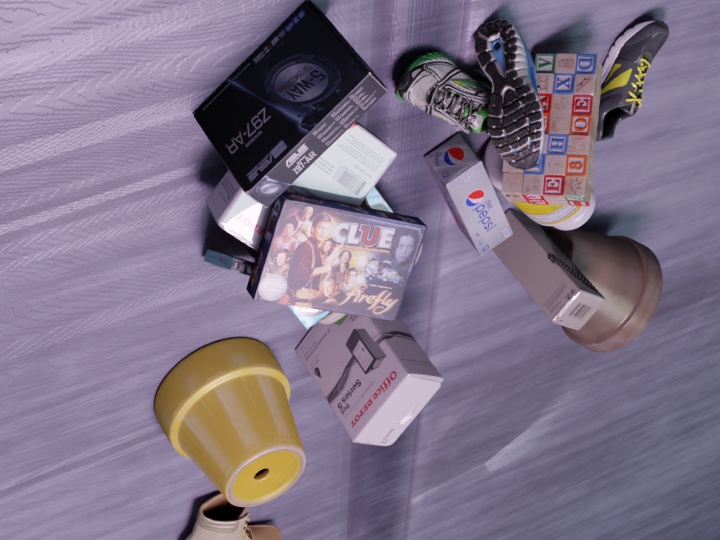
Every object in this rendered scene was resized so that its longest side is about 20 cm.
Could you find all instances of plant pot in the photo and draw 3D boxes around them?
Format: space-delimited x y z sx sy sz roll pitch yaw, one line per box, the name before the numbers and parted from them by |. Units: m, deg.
plant pot | -0.178 0.235 1.808 0.200 0.189 0.201 -21 140 -18
plant pot | 0.365 0.012 2.019 0.173 0.200 0.200 27 112 -31

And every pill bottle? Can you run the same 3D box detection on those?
pill bottle | 0.274 -0.135 1.827 0.112 0.113 0.200 -44 143 11

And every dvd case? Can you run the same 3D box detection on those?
dvd case | -0.097 0.012 1.625 0.199 0.146 0.022 16 89 -22

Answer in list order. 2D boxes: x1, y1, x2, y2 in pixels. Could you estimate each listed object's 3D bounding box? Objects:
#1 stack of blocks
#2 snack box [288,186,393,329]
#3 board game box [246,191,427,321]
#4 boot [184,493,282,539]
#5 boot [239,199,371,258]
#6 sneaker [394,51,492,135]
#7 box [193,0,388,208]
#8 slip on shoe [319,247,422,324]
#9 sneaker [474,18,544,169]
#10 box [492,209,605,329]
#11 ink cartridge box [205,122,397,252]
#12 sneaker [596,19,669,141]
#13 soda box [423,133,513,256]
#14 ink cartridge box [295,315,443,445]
stack of blocks | 0.265 -0.194 1.692 0.059 0.115 0.201 29 68 -69
snack box | -0.033 -0.022 1.729 0.200 0.037 0.116 -38 115 2
board game box | -0.028 -0.016 1.525 0.199 0.035 0.136 9 109 -26
boot | -0.205 0.441 2.106 0.199 0.073 0.156 -1 134 -31
boot | -0.070 -0.044 1.638 0.199 0.064 0.187 -21 100 -20
sneaker | 0.129 -0.230 1.631 0.200 0.085 0.078 8 126 -42
box | -0.085 -0.196 1.436 0.200 0.160 0.044 -43 143 10
slip on shoe | 0.000 0.000 1.795 0.200 0.076 0.061 -34 139 8
sneaker | 0.215 -0.232 1.626 0.078 0.201 0.090 -13 170 32
box | 0.284 -0.002 1.905 0.082 0.200 0.068 17 119 -48
ink cartridge box | -0.076 -0.114 1.533 0.144 0.084 0.200 34 97 -27
sneaker | 0.390 -0.271 1.793 0.074 0.085 0.200 13 122 -46
soda box | 0.161 -0.109 1.802 0.063 0.068 0.200 -34 143 0
ink cartridge box | 0.011 0.142 1.845 0.084 0.200 0.146 14 121 -46
